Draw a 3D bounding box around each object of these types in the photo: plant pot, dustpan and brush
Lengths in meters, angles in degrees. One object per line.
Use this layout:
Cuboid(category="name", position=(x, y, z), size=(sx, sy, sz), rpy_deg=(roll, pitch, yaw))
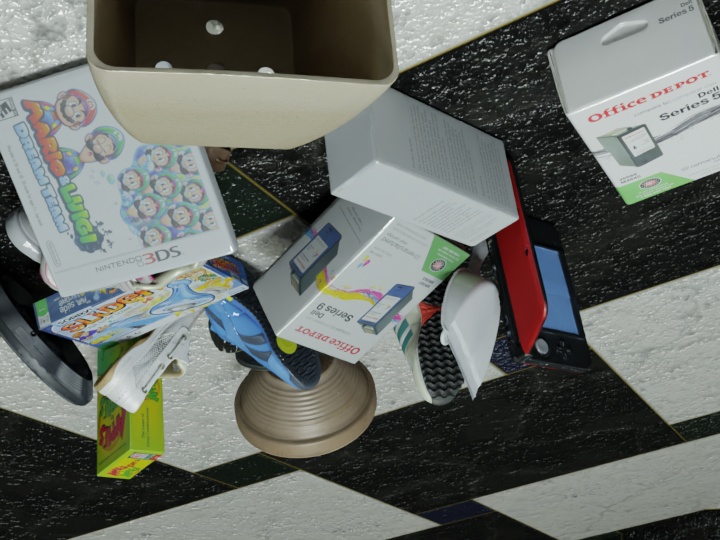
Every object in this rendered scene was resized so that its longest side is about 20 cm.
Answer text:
Cuboid(category="plant pot", position=(-0.099, -0.189, 0.751), size=(0.200, 0.200, 0.177), rpy_deg=(1, 161, -15))
Cuboid(category="plant pot", position=(-0.080, 0.154, 1.400), size=(0.200, 0.201, 0.093), rpy_deg=(-7, 124, -1))
Cuboid(category="dustpan and brush", position=(0.131, 0.030, 1.189), size=(0.057, 0.200, 0.140), rpy_deg=(11, 148, 30))

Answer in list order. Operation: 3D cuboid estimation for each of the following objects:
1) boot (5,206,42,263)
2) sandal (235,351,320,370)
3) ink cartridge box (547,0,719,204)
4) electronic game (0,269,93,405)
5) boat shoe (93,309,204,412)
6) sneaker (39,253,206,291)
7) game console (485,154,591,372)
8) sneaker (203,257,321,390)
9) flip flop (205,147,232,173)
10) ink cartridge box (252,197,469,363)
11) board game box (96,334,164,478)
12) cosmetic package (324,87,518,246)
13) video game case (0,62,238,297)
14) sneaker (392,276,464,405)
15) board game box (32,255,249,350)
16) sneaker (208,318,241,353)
Cuboid(category="boot", position=(-0.274, -0.043, 1.097), size=(0.096, 0.074, 0.200), rpy_deg=(-31, 153, 26))
Cuboid(category="sandal", position=(-0.073, 0.081, 1.368), size=(0.200, 0.075, 0.048), rpy_deg=(-13, 142, -9))
Cuboid(category="ink cartridge box", position=(0.290, -0.162, 0.990), size=(0.145, 0.084, 0.200), rpy_deg=(-21, 149, 23))
Cuboid(category="electronic game", position=(-0.375, 0.075, 1.161), size=(0.042, 0.200, 0.200), rpy_deg=(-40, 151, -6))
Cuboid(category="boat shoe", position=(-0.242, 0.104, 1.245), size=(0.069, 0.200, 0.071), rpy_deg=(46, 132, -5))
Cuboid(category="sneaker", position=(-0.232, -0.020, 1.011), size=(0.200, 0.088, 0.081), rpy_deg=(-18, 115, 10))
Cuboid(category="game console", position=(0.210, -0.005, 1.137), size=(0.172, 0.200, 0.119), rpy_deg=(12, 146, -32))
Cuboid(category="sneaker", position=(-0.130, 0.073, 1.245), size=(0.200, 0.066, 0.078), rpy_deg=(48, 131, -3))
Cuboid(category="flip flop", position=(-0.160, -0.115, 0.991), size=(0.081, 0.058, 0.200), rpy_deg=(7, 148, -25))
Cuboid(category="ink cartridge box", position=(0.000, 0.000, 1.151), size=(0.200, 0.088, 0.145), rpy_deg=(-43, 140, 19))
Cuboid(category="board game box", position=(-0.296, 0.153, 1.299), size=(0.048, 0.200, 0.102), rpy_deg=(14, 145, -34))
Cuboid(category="cosmetic package", position=(0.062, -0.105, 1.022), size=(0.200, 0.102, 0.071), rpy_deg=(19, 143, -38))
Cuboid(category="video game case", position=(-0.228, -0.088, 0.930), size=(0.182, 0.024, 0.200), rpy_deg=(-14, 107, 12))
Cuboid(category="sneaker", position=(0.077, 0.076, 1.262), size=(0.070, 0.200, 0.093), rpy_deg=(-3, 158, -22))
Cuboid(category="board game box", position=(-0.243, 0.027, 1.142), size=(0.200, 0.035, 0.135), rpy_deg=(-23, 160, 13))
Cuboid(category="sneaker", position=(-0.100, 0.039, 1.307), size=(0.200, 0.077, 0.089), rpy_deg=(-23, 179, 24))
